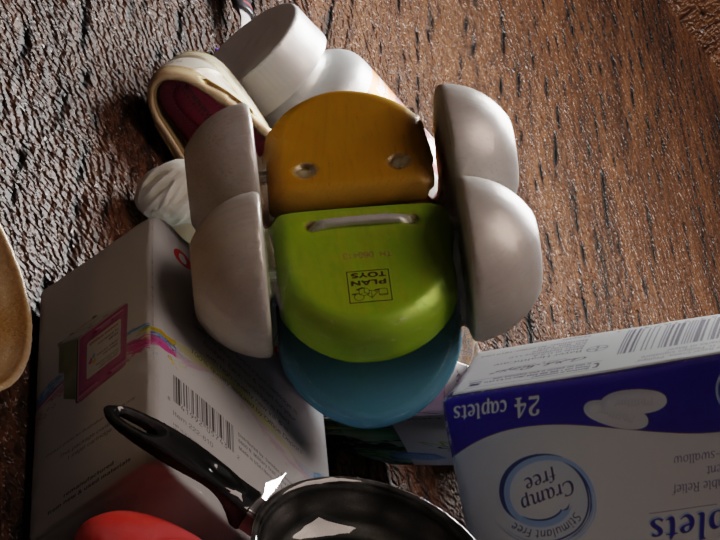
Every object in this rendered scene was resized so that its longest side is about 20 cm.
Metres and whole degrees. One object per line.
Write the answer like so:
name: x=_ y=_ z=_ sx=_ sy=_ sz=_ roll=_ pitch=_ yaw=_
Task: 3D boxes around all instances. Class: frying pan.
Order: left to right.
frying pan: x=-0.031 y=0.126 z=1.093 sx=0.190 sy=0.031 sz=0.115 roll=15 pitch=33 yaw=-7

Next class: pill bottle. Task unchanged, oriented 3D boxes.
pill bottle: x=-0.014 y=-0.078 z=1.665 sx=0.200 sy=0.109 sz=0.110 roll=47 pitch=20 yaw=-23

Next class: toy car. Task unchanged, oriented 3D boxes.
toy car: x=0.000 y=0.000 z=1.287 sx=0.200 sy=0.175 sz=0.150 roll=-99 pitch=-174 yaw=-54

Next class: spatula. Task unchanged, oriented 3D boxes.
spatula: x=-0.086 y=-0.174 z=1.785 sx=0.057 sy=0.021 sz=0.200 roll=41 pitch=23 yaw=-33

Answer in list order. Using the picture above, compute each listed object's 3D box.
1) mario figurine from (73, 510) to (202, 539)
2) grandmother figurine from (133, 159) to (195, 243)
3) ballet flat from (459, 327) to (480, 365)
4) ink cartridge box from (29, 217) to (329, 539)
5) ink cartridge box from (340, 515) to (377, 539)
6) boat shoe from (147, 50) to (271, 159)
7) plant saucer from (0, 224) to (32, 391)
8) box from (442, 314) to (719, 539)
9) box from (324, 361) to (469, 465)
mario figurine: x=-0.098 y=0.204 z=1.091 sx=0.124 sy=0.106 sz=0.200 roll=100 pitch=-22 yaw=-64
grandmother figurine: x=-0.054 y=0.002 z=1.499 sx=0.200 sy=0.121 sz=0.061 roll=39 pitch=67 yaw=-21
ballet flat: x=0.046 y=0.065 z=1.622 sx=0.067 sy=0.068 sz=0.200 roll=-52 pitch=144 yaw=-29
ink cartridge box: x=-0.088 y=0.090 z=1.247 sx=0.145 sy=0.085 sz=0.200 roll=45 pitch=23 yaw=-30
ink cartridge box: x=0.072 y=0.209 z=1.167 sx=0.200 sy=0.047 sz=0.160 roll=49 pitch=11 yaw=33
boat shoe: x=-0.066 y=-0.052 z=1.559 sx=0.200 sy=0.074 sz=0.069 roll=46 pitch=17 yaw=2
plant saucer: x=-0.234 y=-0.019 z=1.151 sx=0.200 sy=0.035 sz=0.200 roll=47 pitch=20 yaw=-24
box: x=0.158 y=0.136 z=1.323 sx=0.105 sy=0.184 sz=0.200 roll=-43 pitch=122 yaw=-71
box: x=0.033 y=0.086 z=1.462 sx=0.200 sy=0.144 sz=0.036 roll=24 pitch=66 yaw=-57
